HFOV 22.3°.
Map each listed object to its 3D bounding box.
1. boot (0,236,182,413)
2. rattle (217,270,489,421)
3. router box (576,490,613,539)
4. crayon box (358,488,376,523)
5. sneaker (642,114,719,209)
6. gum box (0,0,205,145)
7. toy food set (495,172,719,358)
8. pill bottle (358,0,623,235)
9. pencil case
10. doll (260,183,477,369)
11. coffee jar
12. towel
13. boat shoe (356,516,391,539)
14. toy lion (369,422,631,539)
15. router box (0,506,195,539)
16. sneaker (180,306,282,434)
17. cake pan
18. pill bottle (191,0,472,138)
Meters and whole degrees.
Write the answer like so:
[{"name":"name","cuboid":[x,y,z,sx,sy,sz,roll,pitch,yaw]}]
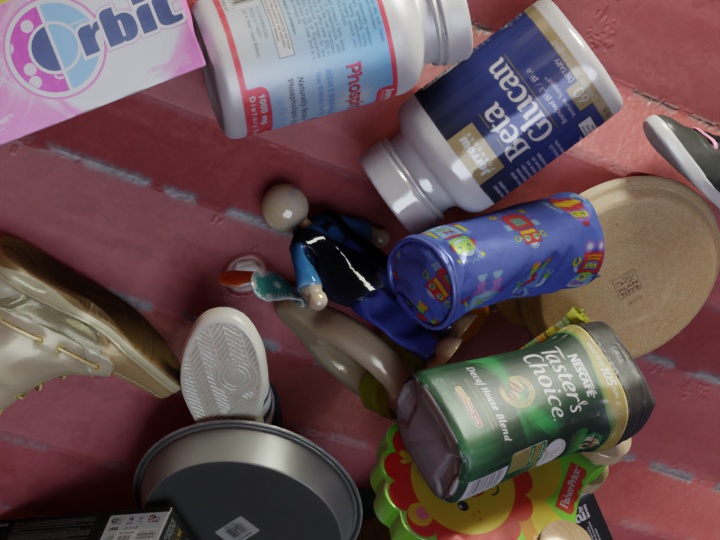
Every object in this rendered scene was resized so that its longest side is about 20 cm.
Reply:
[{"name":"boot","cuboid":[-0.259,0.082,1.492,0.200,0.073,0.155,35,105,-30]},{"name":"rattle","cuboid":[-0.001,0.022,1.546,0.200,0.130,0.143,43,90,-7]},{"name":"router box","cuboid":[0.188,0.237,1.687,0.062,0.150,0.200,-27,125,-1]},{"name":"crayon box","cuboid":[-0.056,0.300,1.701,0.172,0.058,0.201,1,119,-18]},{"name":"sneaker","cuboid":[0.327,-0.104,1.575,0.099,0.071,0.200,-47,128,11]},{"name":"gum box","cuboid":[-0.216,-0.173,1.331,0.199,0.066,0.114,-22,103,-4]},{"name":"toy food set","cuboid":[0.227,0.002,1.617,0.200,0.049,0.198,-44,124,10]},{"name":"pill bottle","cuboid":[0.101,-0.117,1.464,0.200,0.111,0.111,-37,124,6]},{"name":"pencil case","cuboid":[0.112,-0.007,1.480,0.200,0.078,0.087,-15,146,-41]},{"name":"doll","cuboid":[0.000,0.000,1.498,0.200,0.137,0.048,38,127,0]},{"name":"coffee jar","cuboid":[0.136,0.110,1.473,0.200,0.104,0.085,-15,148,-28]},{"name":"towel","cuboid":[0.109,0.091,1.569,0.200,0.018,0.086,-34,167,9]},{"name":"boat shoe","cuboid":[0.054,0.254,1.617,0.199,0.071,0.069,-20,128,14]},{"name":"toy lion","cuboid":[0.108,0.171,1.506,0.191,0.200,0.069,28,138,0]},{"name":"router box","cuboid":[-0.216,0.280,1.582,0.199,0.052,0.157,-7,130,28]},{"name":"sneaker","cuboid":[-0.106,0.095,1.539,0.075,0.085,0.200,2,130,5]},{"name":"cake pan","cuboid":[-0.099,0.210,1.554,0.200,0.037,0.201,4,130,5]},{"name":"pill bottle","cuboid":[-0.021,-0.176,1.390,0.199,0.109,0.109,-16,124,-8]}]
